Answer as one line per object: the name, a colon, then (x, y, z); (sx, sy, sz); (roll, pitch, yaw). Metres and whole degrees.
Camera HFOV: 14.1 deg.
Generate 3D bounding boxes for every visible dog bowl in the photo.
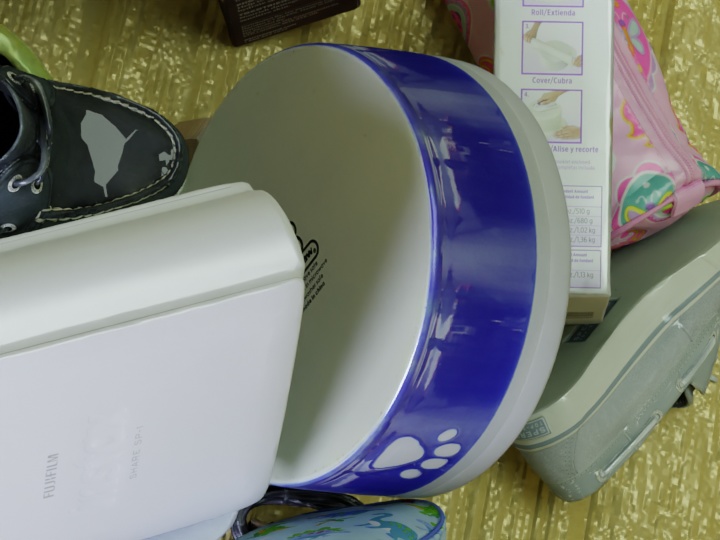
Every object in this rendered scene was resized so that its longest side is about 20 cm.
dog bowl: (0.000, 0.000, 1.296); (0.079, 0.200, 0.201); (6, 69, -38)

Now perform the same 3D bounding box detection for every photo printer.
photo printer: (-0.128, 0.054, 1.170); (0.200, 0.167, 0.070); (-14, 54, -22)

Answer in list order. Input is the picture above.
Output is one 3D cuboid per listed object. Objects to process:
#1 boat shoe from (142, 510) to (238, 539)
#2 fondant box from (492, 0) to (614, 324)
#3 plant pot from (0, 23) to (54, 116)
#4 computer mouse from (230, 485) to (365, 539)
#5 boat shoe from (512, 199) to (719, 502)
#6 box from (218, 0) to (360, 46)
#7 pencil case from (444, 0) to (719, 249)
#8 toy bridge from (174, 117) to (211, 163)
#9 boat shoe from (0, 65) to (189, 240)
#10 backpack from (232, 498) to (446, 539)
boat shoe: (-0.148, 0.130, 1.285); (0.200, 0.065, 0.074); (-16, 86, -8)
fondant box: (0.090, -0.080, 1.365); (0.058, 0.144, 0.201); (0, 84, 3)
plant pot: (-0.210, -0.025, 1.242); (0.200, 0.184, 0.201); (9, 68, -22)
computer mouse: (0.029, 0.155, 1.382); (0.200, 0.034, 0.059); (29, 89, -8)
boat shoe: (0.142, 0.040, 1.460); (0.201, 0.070, 0.072); (-44, 117, -35)
box: (-0.048, -0.183, 1.363); (0.075, 0.200, 0.100); (-18, 79, -4)
pencil case: (0.106, -0.109, 1.479); (0.087, 0.087, 0.200); (-22, 83, -30)
toy bridge: (-0.103, 0.019, 1.352); (0.067, 0.027, 0.200); (55, 45, -29)
boat shoe: (-0.153, -0.049, 1.132); (0.199, 0.066, 0.075); (5, 70, -23)
backpack: (-0.022, 0.172, 1.262); (0.200, 0.163, 0.154); (14, 63, -57)
